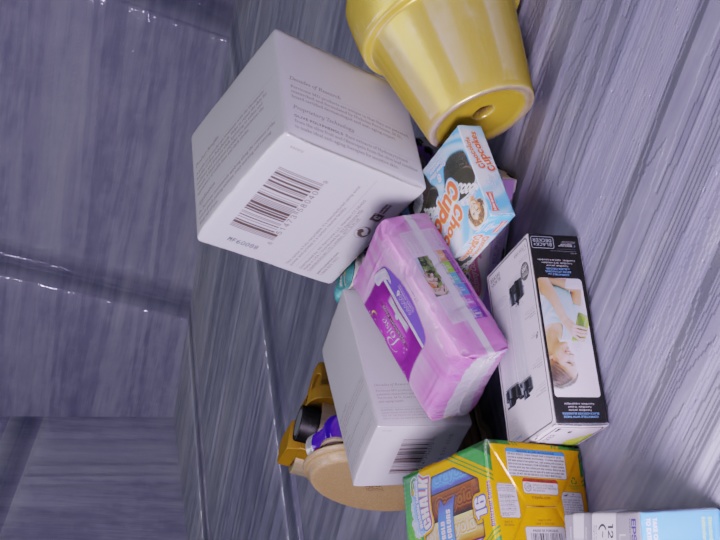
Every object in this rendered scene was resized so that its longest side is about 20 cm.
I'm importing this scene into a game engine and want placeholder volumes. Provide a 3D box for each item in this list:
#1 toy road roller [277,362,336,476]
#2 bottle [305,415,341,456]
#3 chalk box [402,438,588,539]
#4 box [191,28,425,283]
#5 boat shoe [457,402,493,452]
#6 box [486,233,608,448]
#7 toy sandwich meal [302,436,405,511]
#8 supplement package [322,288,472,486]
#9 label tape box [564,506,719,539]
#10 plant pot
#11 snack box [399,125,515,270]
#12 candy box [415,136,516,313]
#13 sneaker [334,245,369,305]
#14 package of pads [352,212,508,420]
[{"bbox_3d":[-0.050,0.242,1.888,0.201,0.121,0.148,119,164,-55],"label":"toy road roller"},{"bbox_3d":[0.009,0.205,1.552,0.199,0.083,0.066,-33,76,33],"label":"bottle"},{"bbox_3d":[0.125,0.260,1.194,0.200,0.123,0.126,-34,53,51],"label":"chalk box"},{"bbox_3d":[-0.066,-0.127,1.361,0.199,0.198,0.173,-44,42,36],"label":"box"},{"bbox_3d":[0.108,0.182,1.429,0.201,0.067,0.073,-116,32,-58],"label":"boat shoe"},{"bbox_3d":[0.187,0.078,1.191,0.117,0.059,0.203,124,145,-60],"label":"box"},{"bbox_3d":[0.025,0.246,1.494,0.206,0.202,0.071,118,163,-56],"label":"toy sandwich meal"},{"bbox_3d":[0.037,0.133,1.362,0.118,0.116,0.202,109,154,-44],"label":"supplement package"},{"bbox_3d":[0.243,0.271,0.967,0.200,0.065,0.145,141,129,-71],"label":"label tape box"},{"bbox_3d":[0.105,-0.251,1.326,0.191,0.198,0.201,68,155,19],"label":"plant pot"},{"bbox_3d":[0.094,-0.057,1.322,0.200,0.037,0.117,-51,49,49],"label":"snack box"},{"bbox_3d":[0.114,-0.058,1.440,0.200,0.071,0.170,-127,43,-66],"label":"candy box"},{"bbox_3d":[0.000,0.000,1.481,0.080,0.077,0.200,-46,1,10],"label":"sneaker"},{"bbox_3d":[0.074,0.049,1.266,0.201,0.075,0.121,59,144,30],"label":"package of pads"}]
